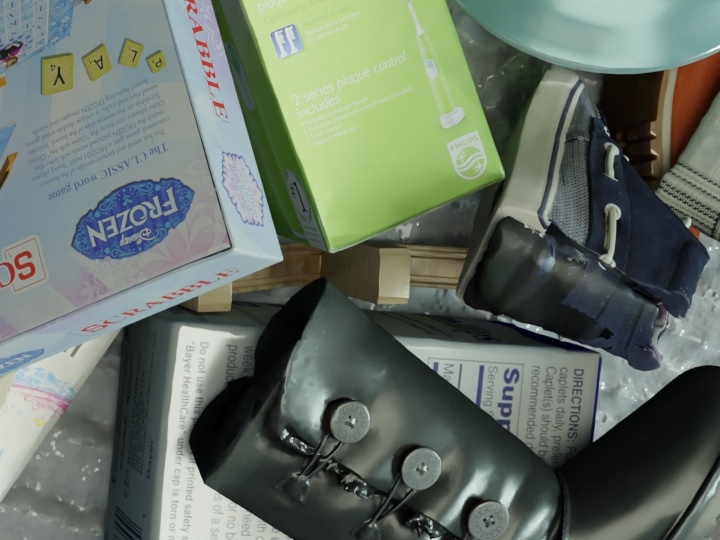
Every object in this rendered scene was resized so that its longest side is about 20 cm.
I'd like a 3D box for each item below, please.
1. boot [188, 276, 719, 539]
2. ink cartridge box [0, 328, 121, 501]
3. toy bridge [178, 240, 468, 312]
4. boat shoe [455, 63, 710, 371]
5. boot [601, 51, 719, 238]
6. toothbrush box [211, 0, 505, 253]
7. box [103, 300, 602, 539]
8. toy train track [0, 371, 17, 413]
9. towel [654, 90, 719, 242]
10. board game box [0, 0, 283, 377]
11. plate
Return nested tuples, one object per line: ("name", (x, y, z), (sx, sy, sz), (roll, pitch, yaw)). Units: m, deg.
("boot", (0.051, 0.064, 0.858), (0.200, 0.066, 0.165), (34, 82, -13))
("ink cartridge box", (-0.171, 0.016, 0.881), (0.117, 0.067, 0.200), (36, 84, -17))
("toy bridge", (0.000, 0.000, 0.934), (0.199, 0.067, 0.027), (0, 97, -26))
("boat shoe", (0.102, -0.022, 0.901), (0.092, 0.200, 0.075), (25, 120, -1))
("boot", (0.165, -0.068, 0.984), (0.107, 0.075, 0.201), (6, 93, -23))
("toothbrush box", (-0.030, -0.120, 0.873), (0.086, 0.146, 0.201), (-22, 103, -14))
("box", (-0.009, 0.113, 0.925), (0.199, 0.105, 0.185), (5, 93, -18))
("toy train track", (-0.124, -0.037, 0.841), (0.114, 0.033, 0.201), (22, 78, -13))
("towel", (0.261, -0.063, 0.926), (0.192, 0.035, 0.200), (31, 70, 15))
("board game box", (-0.146, -0.063, 0.786), (0.199, 0.041, 0.201), (-21, 76, 23))
("plate", (0.114, -0.187, 0.936), (0.199, 0.026, 0.201), (2, 74, -6))
